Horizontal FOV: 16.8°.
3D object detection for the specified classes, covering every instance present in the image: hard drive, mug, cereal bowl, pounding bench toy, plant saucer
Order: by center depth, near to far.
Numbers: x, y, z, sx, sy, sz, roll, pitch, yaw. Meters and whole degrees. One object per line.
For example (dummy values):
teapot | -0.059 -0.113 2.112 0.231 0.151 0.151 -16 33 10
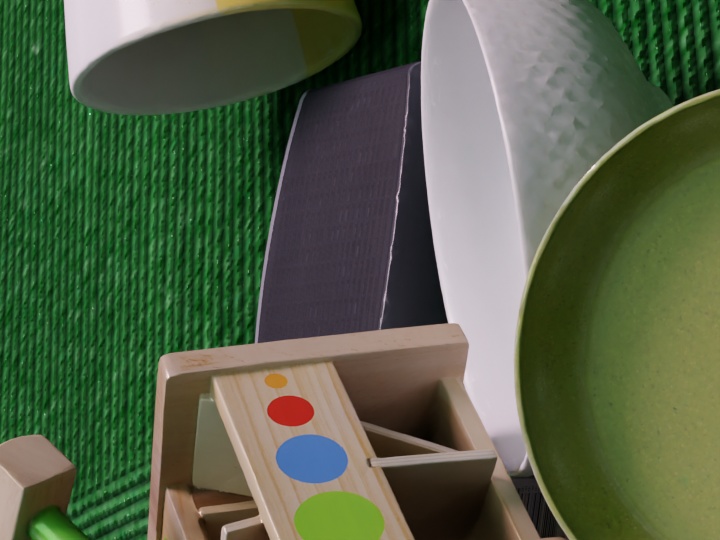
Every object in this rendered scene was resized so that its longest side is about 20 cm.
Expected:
plant saucer | 0.152 0.034 0.843 0.199 0.031 0.201 1 93 22
pounding bench toy | -0.037 0.125 0.929 0.156 0.199 0.124 -116 26 -48
cereal bowl | 0.083 -0.022 0.976 0.200 0.083 0.201 172 90 -82
hard drive | 0.000 0.000 1.169 0.135 0.042 0.201 -7 73 57
mug | -0.071 -0.178 1.247 0.149 0.186 0.154 131 127 -68

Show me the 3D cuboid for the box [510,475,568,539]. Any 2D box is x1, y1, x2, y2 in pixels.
box | 0.090 0.181 0.960 0.156 0.041 0.201 -11 68 57
